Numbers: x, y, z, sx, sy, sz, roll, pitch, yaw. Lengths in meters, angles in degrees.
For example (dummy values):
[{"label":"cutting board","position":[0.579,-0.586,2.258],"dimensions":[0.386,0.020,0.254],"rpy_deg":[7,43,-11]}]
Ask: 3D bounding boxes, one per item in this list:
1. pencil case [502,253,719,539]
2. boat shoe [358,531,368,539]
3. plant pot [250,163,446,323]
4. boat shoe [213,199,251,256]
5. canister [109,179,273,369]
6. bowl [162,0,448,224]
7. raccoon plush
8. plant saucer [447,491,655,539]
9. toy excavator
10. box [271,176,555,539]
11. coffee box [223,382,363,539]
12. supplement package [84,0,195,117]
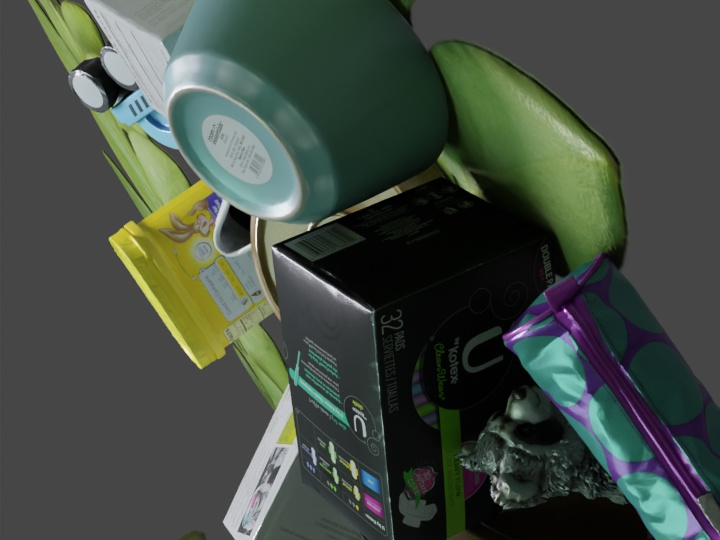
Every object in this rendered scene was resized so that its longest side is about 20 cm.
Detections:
[{"label":"pencil case","position":[0.171,0.090,0.969],"dimensions":[0.200,0.085,0.092],"rpy_deg":[53,-175,4]},{"label":"boat shoe","position":[0.052,0.136,1.317],"dimensions":[0.072,0.201,0.061],"rpy_deg":[31,-178,22]},{"label":"plant pot","position":[-0.009,-0.015,1.235],"dimensions":[0.200,0.027,0.200],"rpy_deg":[10,109,33]},{"label":"boat shoe","position":[-0.066,-0.070,1.374],"dimensions":[0.074,0.065,0.200],"rpy_deg":[34,143,-4]},{"label":"canister","position":[-0.108,-0.026,1.520],"dimensions":[0.149,0.200,0.087],"rpy_deg":[59,169,-22]},{"label":"bowl","position":[-0.052,-0.108,1.090],"dimensions":[0.201,0.105,0.201],"rpy_deg":[28,148,20]},{"label":"raccoon plush","position":[0.158,0.146,1.064],"dimensions":[0.200,0.134,0.097],"rpy_deg":[56,169,-11]},{"label":"plant saucer","position":[0.142,0.183,1.160],"dimensions":[0.200,0.200,0.029],"rpy_deg":[-145,57,-61]},{"label":"toy excavator","position":[-0.131,-0.149,1.456],"dimensions":[0.200,0.100,0.194],"rpy_deg":[49,147,-14]},{"label":"box","position":[0.041,0.065,1.113],"dimensions":[0.124,0.149,0.200],"rpy_deg":[32,137,48]},{"label":"coffee box","position":[0.017,0.187,1.460],"dimensions":[0.200,0.200,0.198],"rpy_deg":[26,175,-10]},{"label":"supplement package","position":[-0.114,-0.180,1.282],"dimensions":[0.117,0.117,0.200],"rpy_deg":[60,169,-29]}]
